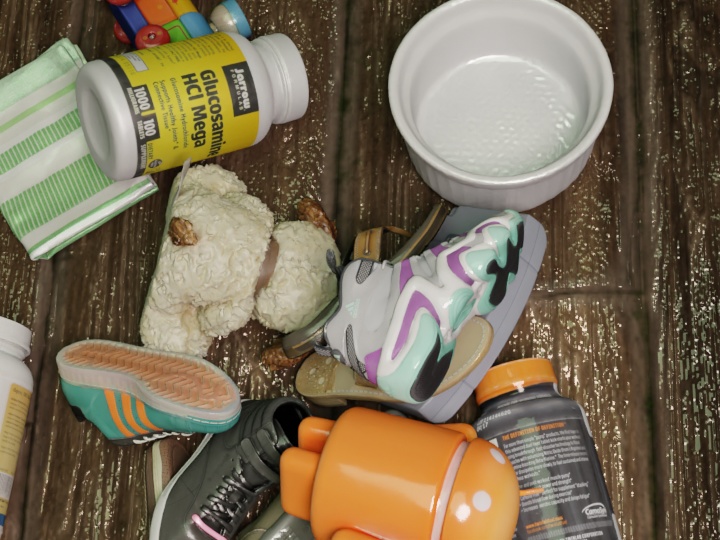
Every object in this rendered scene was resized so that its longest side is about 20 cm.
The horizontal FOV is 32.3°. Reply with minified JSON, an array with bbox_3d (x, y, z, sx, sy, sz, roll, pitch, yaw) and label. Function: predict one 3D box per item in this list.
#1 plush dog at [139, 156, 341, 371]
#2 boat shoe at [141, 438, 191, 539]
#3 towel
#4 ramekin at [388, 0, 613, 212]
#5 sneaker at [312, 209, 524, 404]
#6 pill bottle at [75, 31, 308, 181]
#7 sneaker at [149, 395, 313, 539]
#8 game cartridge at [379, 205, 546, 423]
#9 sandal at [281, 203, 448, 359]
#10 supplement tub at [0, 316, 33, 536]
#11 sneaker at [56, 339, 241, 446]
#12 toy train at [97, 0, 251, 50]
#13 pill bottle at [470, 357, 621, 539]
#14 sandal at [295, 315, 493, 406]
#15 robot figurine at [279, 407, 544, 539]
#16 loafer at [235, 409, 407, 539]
[{"bbox_3d":[-0.096,-0.006,1.130,0.171,0.160,0.200,14,73,-12],"label":"plush dog"},{"bbox_3d":[-0.173,0.250,1.085,0.075,0.075,0.203,-21,65,15],"label":"boat shoe"},{"bbox_3d":[-0.311,-0.122,1.249,0.152,0.023,0.200,-33,71,-2],"label":"towel"},{"bbox_3d":[0.129,-0.150,1.151,0.200,0.098,0.201,-2,68,5],"label":"ramekin"},{"bbox_3d":[0.037,0.004,1.012,0.140,0.078,0.200,23,53,26],"label":"sneaker"},{"bbox_3d":[-0.155,-0.161,1.167,0.200,0.112,0.113,-19,69,-25],"label":"pill bottle"},{"bbox_3d":[-0.104,0.179,1.047,0.071,0.099,0.200,45,48,-20],"label":"sneaker"},{"bbox_3d":[0.081,0.036,1.097,0.133,0.041,0.200,11,67,58],"label":"game cartridge"},{"bbox_3d":[0.000,0.000,1.092,0.200,0.082,0.055,-40,88,-13],"label":"sandal"},{"bbox_3d":[-0.375,0.141,1.109,0.144,0.145,0.200,5,73,10],"label":"supplement tub"},{"bbox_3d":[-0.185,0.120,1.109,0.200,0.080,0.071,13,31,32],"label":"sneaker"},{"bbox_3d":[-0.204,-0.284,1.261,0.116,0.085,0.200,-29,70,-13],"label":"toy train"},{"bbox_3d":[0.151,0.177,1.043,0.106,0.106,0.200,-14,71,3],"label":"pill bottle"},{"bbox_3d":[0.008,0.068,1.059,0.212,0.070,0.078,-17,46,41],"label":"sandal"},{"bbox_3d":[0.038,0.173,0.975,0.200,0.144,0.117,13,89,16],"label":"robot figurine"},{"bbox_3d":[-0.036,0.190,1.080,0.200,0.075,0.070,-41,32,-20],"label":"loafer"}]
